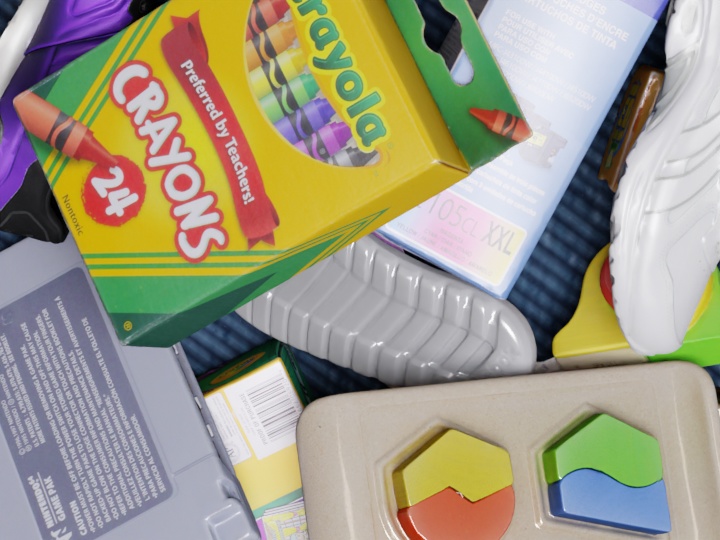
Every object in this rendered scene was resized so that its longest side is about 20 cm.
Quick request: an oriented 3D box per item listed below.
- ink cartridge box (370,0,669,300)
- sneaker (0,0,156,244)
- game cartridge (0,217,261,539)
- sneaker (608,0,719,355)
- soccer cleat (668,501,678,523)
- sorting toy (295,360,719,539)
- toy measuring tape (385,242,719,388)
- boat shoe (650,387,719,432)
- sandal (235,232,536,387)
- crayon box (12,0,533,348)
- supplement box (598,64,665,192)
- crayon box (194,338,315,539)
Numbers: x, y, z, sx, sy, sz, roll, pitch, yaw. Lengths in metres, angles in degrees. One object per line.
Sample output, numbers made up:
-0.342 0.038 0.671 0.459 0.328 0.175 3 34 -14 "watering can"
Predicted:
0.079 -0.098 1.019 0.076 0.136 0.200 26 97 -5 "ink cartridge box"
-0.121 -0.100 1.051 0.099 0.070 0.200 34 100 0 "sneaker"
-0.141 0.076 1.046 0.133 0.041 0.200 -26 60 1 "game cartridge"
0.172 -0.053 0.981 0.099 0.078 0.201 16 95 12 "sneaker"
0.148 0.168 1.060 0.067 0.076 0.200 -38 86 -12 "soccer cleat"
0.080 0.139 0.991 0.199 0.036 0.186 -5 80 -14 "sorting toy"
0.109 0.021 1.081 0.200 0.074 0.074 -10 98 20 "toy measuring tape"
0.204 0.097 1.077 0.199 0.073 0.063 10 95 -2 "boat shoe"
-0.003 0.006 1.077 0.202 0.050 0.083 32 117 13 "sandal"
-0.041 -0.067 0.958 0.200 0.051 0.127 -30 77 16 "crayon box"
0.220 -0.040 1.062 0.199 0.067 0.069 15 97 -2 "supplement box"
-0.048 0.150 1.093 0.119 0.058 0.200 -26 97 4 "crayon box"
